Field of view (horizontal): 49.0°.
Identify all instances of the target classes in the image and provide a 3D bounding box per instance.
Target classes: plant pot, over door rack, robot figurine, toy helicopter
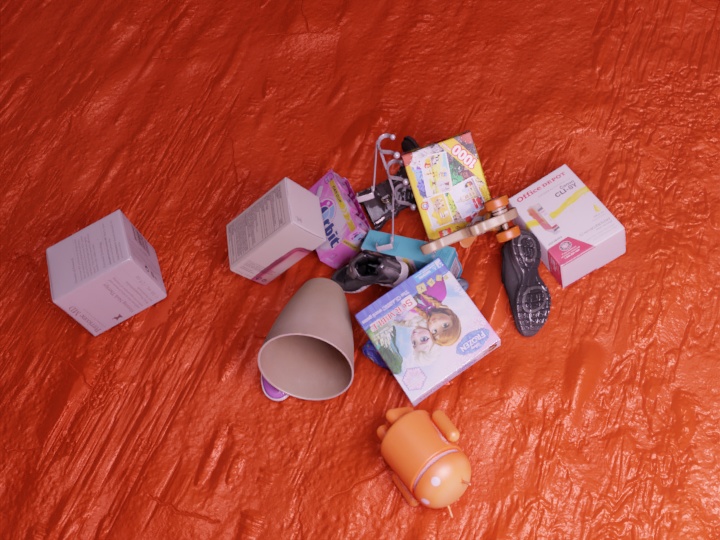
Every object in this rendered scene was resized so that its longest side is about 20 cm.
[{"bbox_3d":[-0.090,0.118,1.557,0.184,0.189,0.202,-7,40,17],"label":"plant pot"},{"bbox_3d":[0.061,-0.159,1.595,0.066,0.149,0.202,-3,44,22],"label":"over door rack"},{"bbox_3d":[0.112,0.322,1.360,0.143,0.117,0.200,-39,53,-7],"label":"robot figurine"},{"bbox_3d":[0.207,-0.078,1.517,0.197,0.132,0.080,-22,96,9],"label":"toy helicopter"}]

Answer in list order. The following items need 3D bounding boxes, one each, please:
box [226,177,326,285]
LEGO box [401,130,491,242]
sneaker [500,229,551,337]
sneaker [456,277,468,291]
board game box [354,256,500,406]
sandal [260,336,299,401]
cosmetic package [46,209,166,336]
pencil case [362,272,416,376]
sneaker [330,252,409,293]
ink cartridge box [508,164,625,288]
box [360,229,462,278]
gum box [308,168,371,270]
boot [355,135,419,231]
[{"bbox_3d":[-0.185,-0.081,1.706,0.199,0.108,0.129,-33,50,29],"label":"box"},{"bbox_3d":[0.183,-0.165,1.610,0.147,0.203,0.077,-18,11,8],"label":"LEGO box"},{"bbox_3d":[0.309,0.029,1.512,0.075,0.091,0.204,4,74,-17],"label":"sneaker"},{"bbox_3d":[0.175,0.112,1.515,0.094,0.079,0.202,21,75,20],"label":"sneaker"},{"bbox_3d":[0.123,0.110,1.461,0.199,0.041,0.201,-35,67,-3],"label":"board game box"},{"bbox_3d":[-0.165,0.166,1.615,0.081,0.050,0.205,-4,57,19],"label":"sandal"},{"bbox_3d":[-0.581,0.007,1.810,0.198,0.168,0.168,-28,52,2],"label":"cosmetic package"},{"bbox_3d":[0.085,0.102,1.541,0.201,0.078,0.086,-55,27,-18],"label":"pencil case"},{"bbox_3d":[0.000,0.000,1.607,0.198,0.090,0.068,-7,66,43],"label":"sneaker"},{"bbox_3d":[0.399,-0.090,1.545,0.144,0.084,0.201,-30,52,0],"label":"ink cartridge box"},{"bbox_3d":[0.104,-0.024,1.617,0.197,0.083,0.050,13,62,28],"label":"box"},{"bbox_3d":[-0.058,-0.116,1.731,0.113,0.066,0.202,-40,50,19],"label":"gum box"},{"bbox_3d":[0.069,-0.197,1.755,0.172,0.069,0.202,-23,55,5],"label":"boot"}]
